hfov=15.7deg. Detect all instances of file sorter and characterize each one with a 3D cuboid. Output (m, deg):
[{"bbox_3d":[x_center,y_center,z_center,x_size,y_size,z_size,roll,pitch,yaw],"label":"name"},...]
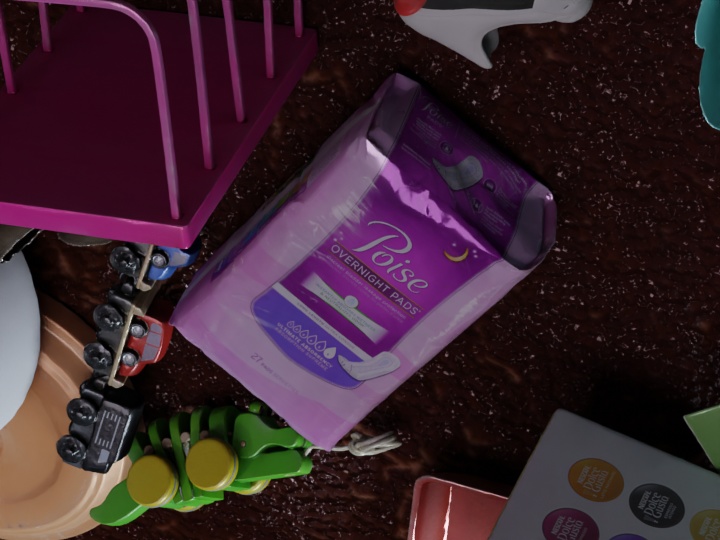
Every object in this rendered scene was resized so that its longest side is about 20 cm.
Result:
[{"bbox_3d":[-0.119,-0.123,1.275,0.138,0.200,0.126,7,124,16],"label":"file sorter"}]

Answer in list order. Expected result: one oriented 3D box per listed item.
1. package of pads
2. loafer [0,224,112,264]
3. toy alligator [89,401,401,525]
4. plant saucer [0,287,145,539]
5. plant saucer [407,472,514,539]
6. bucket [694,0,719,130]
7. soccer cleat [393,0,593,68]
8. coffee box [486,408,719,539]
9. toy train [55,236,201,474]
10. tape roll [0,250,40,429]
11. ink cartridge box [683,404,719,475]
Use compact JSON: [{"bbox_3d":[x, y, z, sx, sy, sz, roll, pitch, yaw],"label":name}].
[{"bbox_3d":[0.000,0.000,1.400,0.120,0.076,0.200,38,129,-12],"label":"package of pads"},{"bbox_3d":[-0.139,-0.052,1.409,0.199,0.073,0.072,-16,99,38],"label":"loafer"},{"bbox_3d":[-0.072,0.101,1.521,0.199,0.059,0.055,-17,77,20],"label":"toy alligator"},{"bbox_3d":[-0.228,0.087,1.581,0.199,0.032,0.201,11,127,14],"label":"plant saucer"},{"bbox_3d":[0.122,0.208,1.533,0.198,0.037,0.201,15,128,11],"label":"plant saucer"},{"bbox_3d":[0.259,-0.123,1.169,0.206,0.135,0.208,11,129,14],"label":"bucket"},{"bbox_3d":[0.096,-0.164,1.251,0.085,0.069,0.200,39,133,-21],"label":"soccer cleat"},{"bbox_3d":[0.137,0.236,1.374,0.197,0.200,0.201,23,136,11],"label":"coffee box"},{"bbox_3d":[-0.128,0.034,1.480,0.046,0.034,0.201,21,120,4],"label":"toy train"},{"bbox_3d":[-0.287,0.028,1.502,0.201,0.071,0.204,9,114,21],"label":"tape roll"},{"bbox_3d":[0.265,0.123,1.399,0.103,0.059,0.200,-19,116,31],"label":"ink cartridge box"}]
